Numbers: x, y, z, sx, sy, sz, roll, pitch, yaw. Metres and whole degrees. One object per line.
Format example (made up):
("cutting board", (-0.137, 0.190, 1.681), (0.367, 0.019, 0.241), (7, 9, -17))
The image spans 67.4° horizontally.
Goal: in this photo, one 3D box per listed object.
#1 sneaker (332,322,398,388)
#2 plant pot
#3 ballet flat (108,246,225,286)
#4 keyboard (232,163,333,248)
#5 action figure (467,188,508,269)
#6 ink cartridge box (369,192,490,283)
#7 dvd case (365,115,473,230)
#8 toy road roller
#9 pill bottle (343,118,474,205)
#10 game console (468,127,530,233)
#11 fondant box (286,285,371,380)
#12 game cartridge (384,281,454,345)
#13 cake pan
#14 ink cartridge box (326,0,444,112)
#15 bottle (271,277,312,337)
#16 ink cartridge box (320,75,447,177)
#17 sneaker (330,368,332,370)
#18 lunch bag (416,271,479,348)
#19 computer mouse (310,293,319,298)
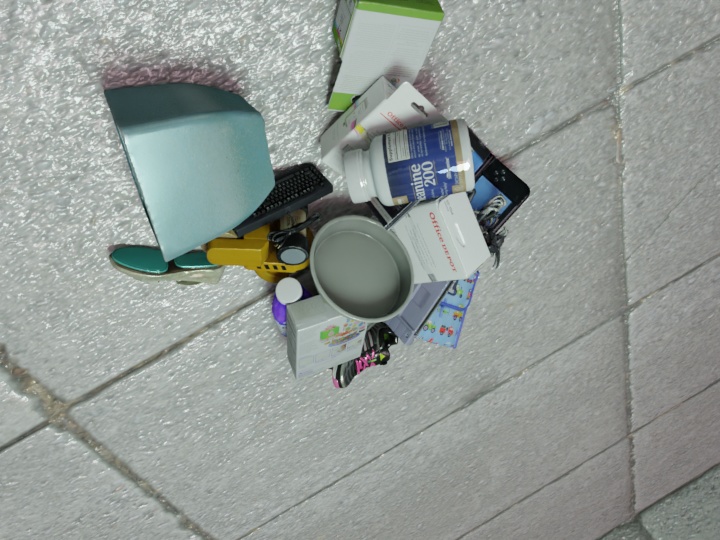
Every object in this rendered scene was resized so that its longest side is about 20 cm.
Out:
("sneaker", (0.016, 0.178, 1.150), (0.200, 0.086, 0.075), (-45, 139, -41))
("plant pot", (-0.241, -0.170, 0.808), (0.197, 0.196, 0.200), (-21, 128, -19))
("ballet flat", (-0.338, 0.002, 0.954), (0.196, 0.068, 0.063), (3, 130, -25))
("keyboard", (-0.128, -0.109, 0.902), (0.198, 0.128, 0.021), (-31, 160, -29))
("action figure", (0.224, -0.107, 1.004), (0.101, 0.119, 0.202), (-33, 93, 15))
("ink cartridge box", (0.123, -0.059, 0.997), (0.082, 0.198, 0.149), (-34, 105, -33))
("dvd case", (0.088, -0.180, 0.965), (0.199, 0.149, 0.016), (-42, 134, 7))
("toy road roller", (-0.179, -0.049, 0.951), (0.195, 0.125, 0.147), (3, 146, -13))
("pill bottle", (0.077, -0.166, 0.859), (0.195, 0.112, 0.113), (-9, 128, 11))
("game console", (0.202, -0.147, 1.062), (0.201, 0.173, 0.118), (-48, 155, 13))
("fondant box", (-0.064, 0.118, 1.018), (0.141, 0.059, 0.202), (-17, 150, -19))
("game cartridge", (0.113, 0.037, 1.134), (0.038, 0.130, 0.202), (6, 122, -53))
("cake pan", (0.000, 0.000, 0.946), (0.196, 0.205, 0.037), (2, 155, -24))
("ink cartridge box", (0.026, -0.356, 0.876), (0.145, 0.077, 0.201), (-3, 148, -22))
("bottle", (-0.127, 0.072, 1.034), (0.082, 0.067, 0.201), (-13, 158, -7))
("ink cartridge box", (0.037, -0.237, 0.914), (0.115, 0.069, 0.199), (29, 130, -35))
("sneaker", (-0.062, 0.183, 1.185), (0.198, 0.080, 0.079), (31, 106, -37))
("lunch bag", (0.176, 0.053, 1.212), (0.148, 0.094, 0.204), (16, 101, -31))
("computer mouse", (-0.013, 0.052, 1.049), (0.197, 0.035, 0.059), (6, 140, -39))
